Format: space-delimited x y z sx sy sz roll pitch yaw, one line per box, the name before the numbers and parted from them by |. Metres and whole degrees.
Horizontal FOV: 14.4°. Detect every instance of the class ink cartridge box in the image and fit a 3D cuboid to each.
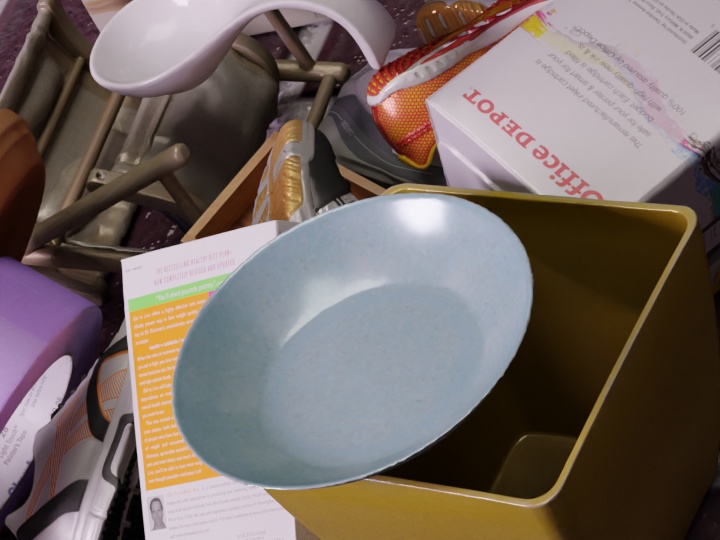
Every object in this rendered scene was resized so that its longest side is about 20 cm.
ink cartridge box | 0.166 -0.076 1.652 0.200 0.146 0.147 -38 58 -14

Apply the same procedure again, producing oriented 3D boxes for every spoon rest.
spoon rest | -0.080 -0.152 1.769 0.200 0.061 0.099 -3 45 24

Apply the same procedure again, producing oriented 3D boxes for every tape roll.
tape roll | -0.232 0.093 1.699 0.066 0.200 0.200 30 61 7

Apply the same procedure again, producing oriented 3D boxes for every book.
book | -0.073 0.082 1.600 0.134 0.048 0.200 -14 75 49

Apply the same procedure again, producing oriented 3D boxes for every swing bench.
swing bench | -0.141 -0.090 1.898 0.200 0.130 0.199 -8 45 31

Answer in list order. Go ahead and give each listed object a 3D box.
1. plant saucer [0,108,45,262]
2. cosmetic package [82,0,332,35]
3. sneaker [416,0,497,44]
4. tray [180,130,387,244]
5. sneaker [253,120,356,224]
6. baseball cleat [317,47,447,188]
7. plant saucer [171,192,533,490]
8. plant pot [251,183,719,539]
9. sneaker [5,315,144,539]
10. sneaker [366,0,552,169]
plant saucer | -0.242 0.000 1.734 0.037 0.200 0.200 25 57 4
cosmetic package | -0.093 -0.224 2.048 0.200 0.071 0.105 -10 44 22
sneaker | 0.135 -0.176 1.862 0.200 0.076 0.088 9 46 32
tray | 0.000 0.000 1.739 0.200 0.037 0.099 29 64 23
sneaker | -0.010 -0.002 1.680 0.088 0.076 0.200 4 51 -18
baseball cleat | 0.047 -0.088 1.808 0.200 0.070 0.107 20 85 42
plant saucer | 0.001 0.044 1.464 0.201 0.039 0.201 -17 42 16
plant pot | 0.086 0.090 1.532 0.200 0.176 0.200 6 52 35
sneaker | -0.154 0.085 1.710 0.080 0.074 0.200 15 78 25
sneaker | 0.098 -0.128 1.758 0.200 0.077 0.073 -29 15 -8
